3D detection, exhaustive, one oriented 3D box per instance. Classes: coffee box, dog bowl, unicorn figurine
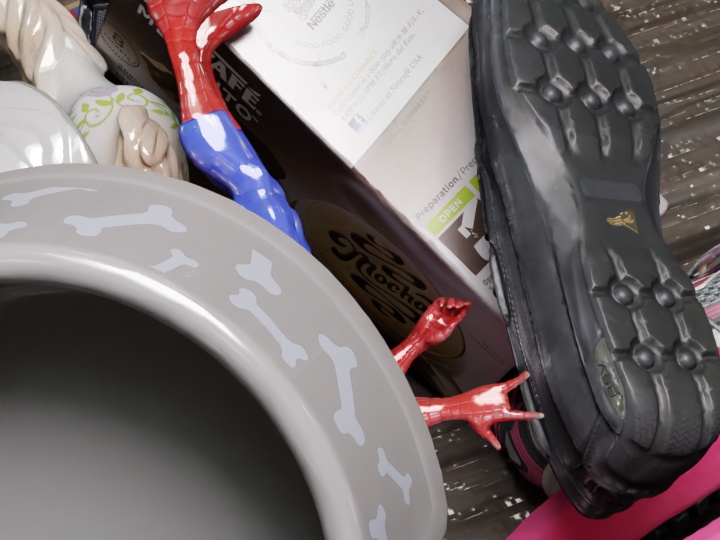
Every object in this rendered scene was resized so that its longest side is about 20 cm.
[{"bbox_3d":[0.003,-0.054,1.046,0.200,0.113,0.080,45,71,2],"label":"coffee box"},{"bbox_3d":[-0.078,0.076,0.745,0.199,0.202,0.059,13,12,7],"label":"dog bowl"},{"bbox_3d":[-0.104,-0.041,1.060,0.074,0.138,0.199,-26,20,-30],"label":"unicorn figurine"}]

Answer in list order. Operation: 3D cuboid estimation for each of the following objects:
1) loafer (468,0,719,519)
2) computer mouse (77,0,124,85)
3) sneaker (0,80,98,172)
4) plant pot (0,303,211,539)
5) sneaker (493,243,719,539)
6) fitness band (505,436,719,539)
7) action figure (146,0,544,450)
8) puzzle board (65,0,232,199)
[{"bbox_3d":[0.066,-0.014,0.951,0.068,0.070,0.202,8,53,-29],"label":"loafer"},{"bbox_3d":[-0.061,-0.121,1.151,0.198,0.046,0.141,15,69,2],"label":"computer mouse"},{"bbox_3d":[-0.156,-0.030,0.910,0.080,0.071,0.200,-35,29,-22],"label":"sneaker"},{"bbox_3d":[-0.111,0.110,0.877,0.175,0.201,0.200,-15,7,4],"label":"plant pot"},{"bbox_3d":[0.137,0.019,1.067,0.199,0.081,0.075,-32,46,-28],"label":"sneaker"},{"bbox_3d":[0.118,0.073,0.920,0.199,0.038,0.144,-33,13,16],"label":"fitness band"},{"bbox_3d":[0.000,0.000,0.939,0.098,0.065,0.202,-14,82,6],"label":"action figure"},{"bbox_3d":[-0.030,-0.058,1.160,0.150,0.017,0.200,-25,56,-20],"label":"puzzle board"}]
